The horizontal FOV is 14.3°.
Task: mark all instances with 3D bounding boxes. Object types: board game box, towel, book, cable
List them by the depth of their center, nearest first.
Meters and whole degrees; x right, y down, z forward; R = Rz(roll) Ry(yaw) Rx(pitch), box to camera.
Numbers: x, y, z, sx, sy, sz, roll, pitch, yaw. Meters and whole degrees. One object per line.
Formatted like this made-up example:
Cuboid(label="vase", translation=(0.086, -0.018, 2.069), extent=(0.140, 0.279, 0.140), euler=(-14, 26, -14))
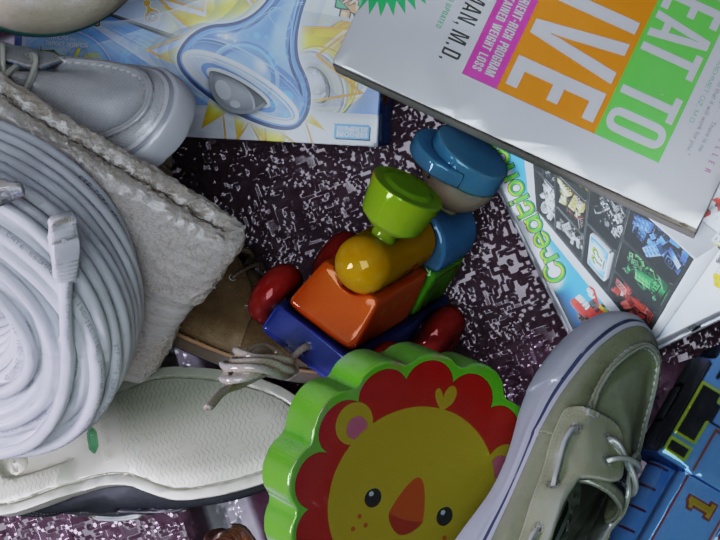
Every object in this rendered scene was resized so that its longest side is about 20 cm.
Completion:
Cuboid(label="cable", translation=(-0.204, 0.007, 1.405), extent=(0.200, 0.069, 0.200), euler=(6, 136, 17))
Cuboid(label="towel", translation=(-0.165, -0.030, 1.425), extent=(0.200, 0.034, 0.133), euler=(31, 137, -7))
Cuboid(label="book", translation=(0.105, -0.119, 1.440), extent=(0.200, 0.048, 0.134), euler=(25, 88, 6))
Cuboid(label="board game box", translation=(0.132, -0.060, 1.480), extent=(0.126, 0.035, 0.200), euler=(-26, 90, 11))
Cuboid(label="board game box", translation=(-0.082, -0.137, 1.515), extent=(0.200, 0.034, 0.135), euler=(3, 96, 11))

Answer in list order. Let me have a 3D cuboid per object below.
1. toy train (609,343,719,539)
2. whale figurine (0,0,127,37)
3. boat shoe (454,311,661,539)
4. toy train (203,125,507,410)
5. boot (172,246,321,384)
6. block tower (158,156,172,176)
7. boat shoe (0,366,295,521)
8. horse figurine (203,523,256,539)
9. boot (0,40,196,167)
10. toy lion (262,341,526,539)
Cuboid(label="toy train", translation=(0.177, 0.137, 1.449), extent=(0.114, 0.087, 0.200), euler=(31, 84, 2))
Cuboid(label="whale figurine", translation=(-0.147, -0.212, 1.465), extent=(0.159, 0.104, 0.200), euler=(32, 77, -9))
Cuboid(label="boat shoe", translation=(0.106, 0.106, 1.405), extent=(0.062, 0.072, 0.200), euler=(4, 54, 42))
Cuboid(label="toy train", translation=(0.000, 0.000, 1.416), extent=(0.085, 0.200, 0.116), euler=(36, 117, 14))
Cuboid(label="boot", translation=(-0.067, 0.015, 1.512), extent=(0.200, 0.074, 0.076), euler=(16, 88, 11))
Cuboid(label="block tower", translation=(-0.188, -0.027, 1.511), extent=(0.200, 0.058, 0.054), euler=(-22, 50, 23))
Cuboid(label="boat shoe", translation=(-0.108, 0.094, 1.509), extent=(0.200, 0.068, 0.072), euler=(-9, 72, 24))
Cuboid(label="horse figurine", translation=(0.021, 0.157, 1.509), extent=(0.200, 0.050, 0.133), euler=(-2, 110, 3))
Cuboid(label="boot", translation=(-0.186, -0.086, 1.443), extent=(0.200, 0.096, 0.074), euler=(-6, 59, 32))
Cuboid(label="toy lion", translation=(0.030, 0.138, 1.422), extent=(0.200, 0.069, 0.192), euler=(26, 87, -34))
